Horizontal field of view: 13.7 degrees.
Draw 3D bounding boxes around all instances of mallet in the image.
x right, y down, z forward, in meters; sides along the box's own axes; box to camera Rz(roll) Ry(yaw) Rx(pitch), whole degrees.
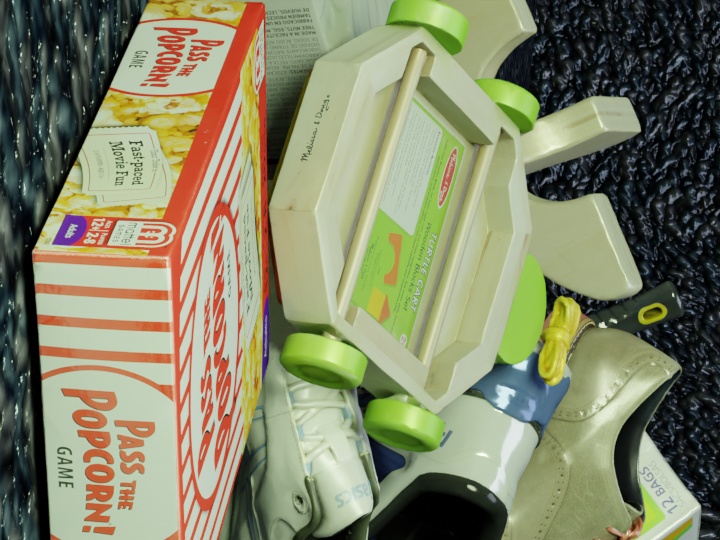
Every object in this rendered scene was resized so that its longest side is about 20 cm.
[{"bbox_3d":[0.057,0.044,1.437,0.066,0.200,0.041,60,2,-21],"label":"mallet"}]

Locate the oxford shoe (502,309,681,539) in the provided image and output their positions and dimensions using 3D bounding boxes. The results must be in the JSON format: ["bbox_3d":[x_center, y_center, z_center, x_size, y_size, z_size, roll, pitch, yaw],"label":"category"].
[{"bbox_3d":[0.090,0.121,1.391,0.070,0.075,0.200,1,108,-71],"label":"oxford shoe"}]

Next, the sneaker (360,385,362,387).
[{"bbox_3d":[0.000,0.000,1.506,0.070,0.082,0.201,67,26,-77],"label":"sneaker"}]

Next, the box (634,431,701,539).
[{"bbox_3d":[0.059,0.144,1.497,0.113,0.200,0.101,54,-6,16],"label":"box"}]

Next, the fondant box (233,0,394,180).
[{"bbox_3d":[-0.018,-0.100,1.250,0.200,0.058,0.145,74,18,-46],"label":"fondant box"}]

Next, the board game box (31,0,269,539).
[{"bbox_3d":[-0.068,0.015,1.026,0.200,0.046,0.152,-76,168,-60],"label":"board game box"}]

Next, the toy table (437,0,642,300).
[{"bbox_3d":[0.050,-0.052,1.445,0.184,0.117,0.200,63,26,-2],"label":"toy table"}]

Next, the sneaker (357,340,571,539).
[{"bbox_3d":[0.014,0.109,1.325,0.199,0.080,0.115,-43,-158,55],"label":"sneaker"}]

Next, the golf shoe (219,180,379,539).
[{"bbox_3d":[-0.019,0.059,1.212,0.097,0.078,0.200,37,-41,47],"label":"golf shoe"}]

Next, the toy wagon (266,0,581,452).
[{"bbox_3d":[0.029,-0.008,1.197,0.200,0.039,0.156,42,60,-53],"label":"toy wagon"}]
